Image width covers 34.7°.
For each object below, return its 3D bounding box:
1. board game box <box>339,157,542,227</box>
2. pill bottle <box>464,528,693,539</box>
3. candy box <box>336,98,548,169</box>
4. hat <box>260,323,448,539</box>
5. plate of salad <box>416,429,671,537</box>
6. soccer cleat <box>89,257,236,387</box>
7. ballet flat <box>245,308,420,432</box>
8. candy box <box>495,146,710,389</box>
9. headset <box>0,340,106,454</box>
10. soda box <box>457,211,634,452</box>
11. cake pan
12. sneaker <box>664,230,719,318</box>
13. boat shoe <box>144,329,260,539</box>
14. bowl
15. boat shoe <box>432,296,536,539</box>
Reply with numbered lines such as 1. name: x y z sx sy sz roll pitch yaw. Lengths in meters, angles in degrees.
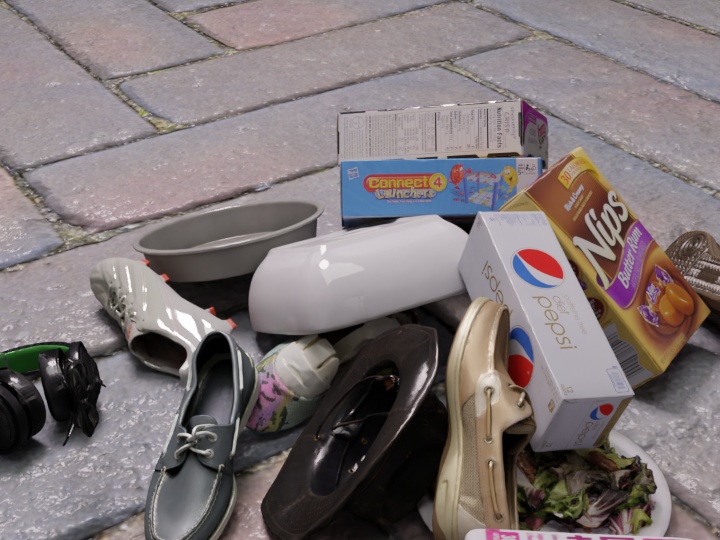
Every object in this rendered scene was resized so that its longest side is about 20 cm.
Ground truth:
1. board game box: 0.077 -0.079 1.202 0.199 0.056 0.196 -1 -1 -1
2. pill bottle: 0.164 0.224 0.722 0.199 0.114 0.114 2 31 4
3. candy box: 0.090 -0.137 1.222 0.199 0.061 0.136 -1 -1 19
4. hat: 0.015 0.140 0.889 0.081 0.201 0.201 41 19 -17
5. plate of salad: 0.141 0.162 0.893 0.199 0.048 0.200 -1 30 0
6. soccer cleat: -0.201 0.044 1.083 0.199 0.070 0.077 27 43 34
7. ballet flat: -0.023 0.075 1.012 0.199 0.071 0.069 -26 76 -39
8. candy box: 0.220 -0.003 1.048 0.200 0.056 0.117 51 46 2
9. headset: -0.275 0.094 0.971 0.123 0.094 0.200 -24 26 -33
10. soda box: 0.143 0.044 0.923 0.063 0.068 0.201 0 47 -19
11. cake pan: -0.132 -0.032 1.185 0.199 0.037 0.200 -10 15 3
12. sneaker: 0.350 0.020 1.122 0.070 0.076 0.200 -44 14 7
13. boat shoe: -0.129 0.133 0.899 0.072 0.062 0.201 1 46 15
14. bowl: 0.000 0.000 1.063 0.199 0.075 0.200 -15 7 -23
15. boat shoe: 0.100 0.114 0.853 0.064 0.071 0.201 -2 63 23
